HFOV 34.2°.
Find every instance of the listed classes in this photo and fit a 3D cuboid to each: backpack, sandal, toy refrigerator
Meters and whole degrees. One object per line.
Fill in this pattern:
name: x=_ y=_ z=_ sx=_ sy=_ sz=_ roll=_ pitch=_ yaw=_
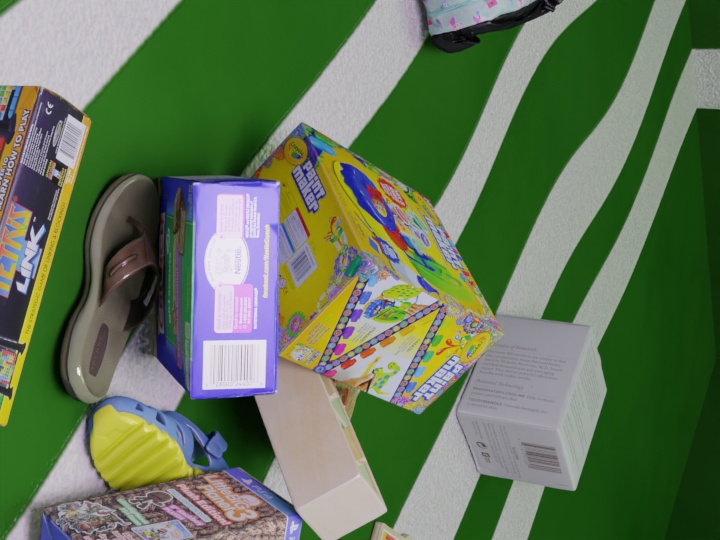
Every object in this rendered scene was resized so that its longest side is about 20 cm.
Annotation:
backpack: x=0.153 y=-0.366 z=1.538 sx=0.200 sy=0.166 sz=0.128 roll=-32 pitch=103 yaw=-53
sandal: x=-0.198 y=0.016 z=0.995 sx=0.080 sy=0.057 sz=0.203 roll=41 pitch=53 yaw=-58
sandal: x=-0.177 y=0.164 z=1.065 sx=0.200 sy=0.079 sz=0.088 roll=51 pitch=19 yaw=-47
toy refrigerator: x=-0.045 y=0.133 z=1.051 sx=0.076 sy=0.070 sz=0.201 roll=59 pitch=4 yaw=-49

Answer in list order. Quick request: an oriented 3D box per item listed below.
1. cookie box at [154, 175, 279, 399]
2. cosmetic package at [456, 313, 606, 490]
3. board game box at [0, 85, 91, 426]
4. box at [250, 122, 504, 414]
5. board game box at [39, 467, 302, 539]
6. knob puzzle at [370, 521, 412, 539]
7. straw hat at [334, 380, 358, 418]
cookie box: x=-0.126 y=0.006 z=0.997 sx=0.074 sy=0.200 sz=0.173 roll=0 pitch=95 yaw=-17
cosmetic package: x=0.271 y=0.203 z=1.821 sx=0.201 sy=0.165 sz=0.168 roll=-62 pitch=145 yaw=-35
board game box: x=-0.271 y=-0.016 z=0.736 sx=0.057 sy=0.164 sz=0.202 roll=36 pitch=62 yaw=-60
box: x=0.000 y=0.000 z=1.097 sx=0.192 sy=0.122 sz=0.201 roll=27 pitch=27 yaw=-42
board game box: x=-0.162 y=0.272 z=0.978 sx=0.199 sy=0.096 sz=0.161 roll=-5 pitch=110 yaw=-44
knob puzzle: x=0.046 y=0.453 z=1.573 sx=0.219 sy=0.030 sz=0.222 roll=-17 pitch=109 yaw=-62
straw hat: x=-0.065 y=0.111 z=1.241 sx=0.201 sy=0.084 sz=0.203 roll=13 pitch=90 yaw=-73
